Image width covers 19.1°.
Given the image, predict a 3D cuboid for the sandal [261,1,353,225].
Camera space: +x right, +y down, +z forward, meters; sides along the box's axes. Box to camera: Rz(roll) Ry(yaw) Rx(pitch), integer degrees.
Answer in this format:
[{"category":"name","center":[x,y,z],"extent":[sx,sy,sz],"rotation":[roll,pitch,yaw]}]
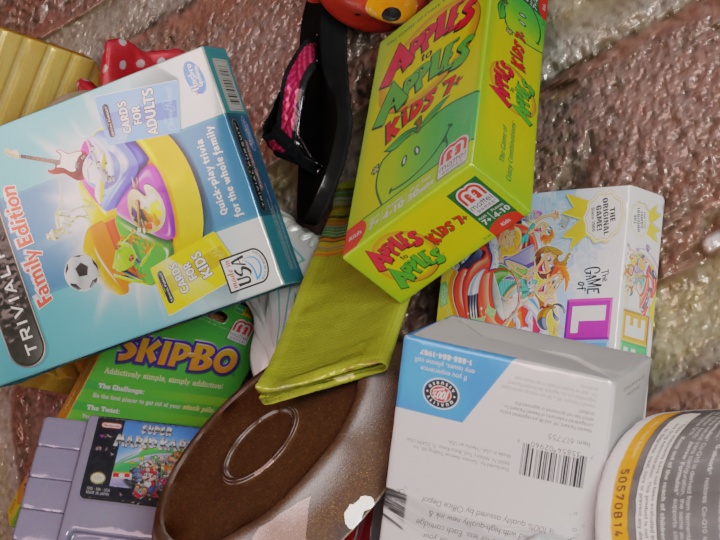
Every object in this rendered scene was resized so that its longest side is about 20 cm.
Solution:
[{"category":"sandal","center":[-0.037,-0.112,1.342],"extent":[0.075,0.045,0.200],"rotation":[126,150,-49]}]

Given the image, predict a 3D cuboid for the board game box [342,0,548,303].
[{"category":"board game box","center":[0.051,-0.085,1.218],"extent":[0.102,0.048,0.200],"rotation":[-36,28,33]}]

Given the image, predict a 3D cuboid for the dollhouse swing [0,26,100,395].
[{"category":"dollhouse swing","center":[-0.237,-0.047,1.448],"extent":[0.176,0.200,0.182],"rotation":[-56,47,17]}]

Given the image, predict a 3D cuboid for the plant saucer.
[{"category":"plant saucer","center":[-0.048,0.106,1.194],"extent":[0.200,0.032,0.200],"rotation":[-34,24,18]}]

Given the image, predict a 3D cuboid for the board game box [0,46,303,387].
[{"category":"board game box","center":[-0.153,-0.031,1.302],"extent":[0.200,0.047,0.151],"rotation":[-20,88,15]}]

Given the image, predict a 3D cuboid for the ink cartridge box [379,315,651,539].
[{"category":"ink cartridge box","center":[0.075,0.135,1.108],"extent":[0.116,0.068,0.200],"rotation":[12,103,22]}]

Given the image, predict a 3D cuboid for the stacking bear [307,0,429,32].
[{"category":"stacking bear","center":[0.041,-0.227,1.290],"extent":[0.200,0.121,0.114],"rotation":[-54,41,31]}]

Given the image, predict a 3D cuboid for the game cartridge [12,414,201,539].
[{"category":"game cartridge","center":[-0.114,0.157,1.304],"extent":[0.200,0.038,0.130],"rotation":[5,71,16]}]

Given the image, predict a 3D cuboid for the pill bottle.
[{"category":"pill bottle","center":[0.219,0.120,1.002],"extent":[0.200,0.116,0.116],"rotation":[-6,74,45]}]

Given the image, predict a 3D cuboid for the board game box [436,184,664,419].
[{"category":"board game box","center":[0.099,0.056,1.199],"extent":[0.134,0.034,0.200],"rotation":[-4,76,44]}]

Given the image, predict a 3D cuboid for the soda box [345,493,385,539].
[{"category":"soda box","center":[0.001,0.181,1.236],"extent":[0.063,0.070,0.200],"rotation":[-1,78,42]}]

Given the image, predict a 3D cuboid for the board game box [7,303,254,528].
[{"category":"board game box","center":[-0.142,0.095,1.387],"extent":[0.200,0.096,0.030],"rotation":[-59,23,16]}]

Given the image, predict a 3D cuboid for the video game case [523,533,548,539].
[{"category":"video game case","center":[0.067,0.258,1.080],"extent":[0.182,0.024,0.200],"rotation":[-31,91,19]}]

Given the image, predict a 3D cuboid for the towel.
[{"category":"towel","center":[0.000,0.000,1.239],"extent":[0.086,0.018,0.200],"rotation":[-19,29,28]}]

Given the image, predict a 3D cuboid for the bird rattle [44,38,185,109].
[{"category":"bird rattle","center":[-0.156,-0.061,1.410],"extent":[0.113,0.163,0.200],"rotation":[-7,82,25]}]

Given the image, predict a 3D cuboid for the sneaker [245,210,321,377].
[{"category":"sneaker","center":[-0.042,0.000,1.341],"extent":[0.080,0.070,0.200],"rotation":[-38,61,23]}]
